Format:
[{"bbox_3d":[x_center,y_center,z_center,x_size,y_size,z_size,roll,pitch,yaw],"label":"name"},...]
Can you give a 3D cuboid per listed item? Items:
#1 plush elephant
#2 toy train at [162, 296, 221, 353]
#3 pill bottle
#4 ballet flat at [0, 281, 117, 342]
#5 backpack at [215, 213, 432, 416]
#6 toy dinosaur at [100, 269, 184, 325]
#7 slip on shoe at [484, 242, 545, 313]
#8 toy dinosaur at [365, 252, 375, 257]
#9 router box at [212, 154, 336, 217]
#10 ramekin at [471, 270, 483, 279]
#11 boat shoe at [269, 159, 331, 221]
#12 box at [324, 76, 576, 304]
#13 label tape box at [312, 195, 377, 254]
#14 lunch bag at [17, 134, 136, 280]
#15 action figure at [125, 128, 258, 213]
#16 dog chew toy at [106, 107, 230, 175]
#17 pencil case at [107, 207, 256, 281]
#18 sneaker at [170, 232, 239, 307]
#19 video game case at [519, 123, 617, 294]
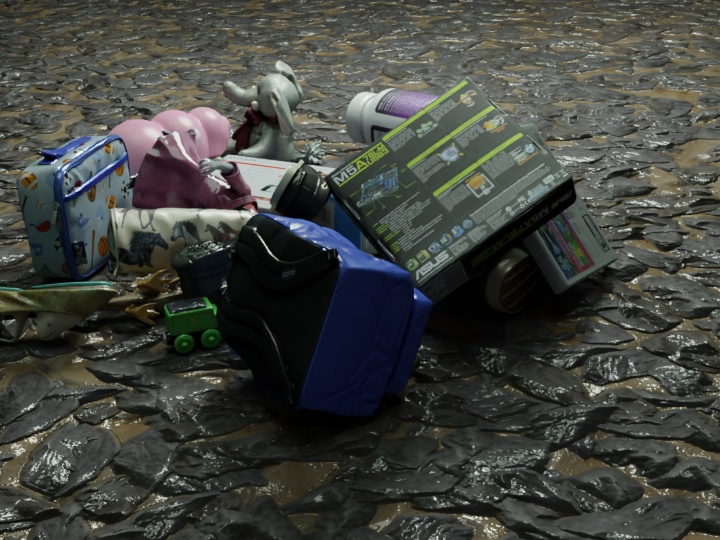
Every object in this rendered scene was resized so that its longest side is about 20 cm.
[{"bbox_3d":[-0.153,-0.239,1.693,0.199,0.156,0.165,-3,24,0],"label":"plush elephant"},{"bbox_3d":[-0.120,0.044,1.185,0.199,0.057,0.042,-11,26,-19],"label":"toy train"},{"bbox_3d":[0.077,-0.225,1.698,0.199,0.112,0.111,18,31,37],"label":"pill bottle"},{"bbox_3d":[-0.365,0.047,1.191,0.199,0.071,0.071,-1,24,5],"label":"ballet flat"},{"bbox_3d":[-0.043,0.043,1.067,0.167,0.163,0.200,16,8,-41],"label":"backpack"},{"bbox_3d":[-0.252,0.037,1.234,0.199,0.061,0.106,-5,-5,-15],"label":"toy dinosaur"},{"bbox_3d":[0.176,-0.008,1.248,0.060,0.076,0.200,18,27,24],"label":"slip on shoe"},{"bbox_3d":[0.000,0.000,1.290,0.199,0.048,0.088,10,20,17],"label":"toy dinosaur"},{"bbox_3d":[-0.150,-0.104,1.526,0.199,0.049,0.179,10,27,26],"label":"router box"},{"bbox_3d":[0.102,-0.095,1.297,0.094,0.204,0.202,10,27,29],"label":"ramekin"},{"bbox_3d":[-0.072,-0.094,1.347,0.063,0.074,0.201,30,3,-5],"label":"boat shoe"},{"bbox_3d":[0.091,-0.087,1.140,0.200,0.048,0.193,-36,52,-5],"label":"box"},{"bbox_3d":[0.051,-0.085,1.448,0.199,0.067,0.143,-10,25,-29],"label":"label tape box"},{"bbox_3d":[-0.353,-0.086,1.365,0.075,0.161,0.200,3,24,13],"label":"lunch bag"},{"bbox_3d":[-0.197,-0.091,1.409,0.199,0.135,0.149,28,17,11],"label":"action figure"},{"bbox_3d":[-0.278,-0.176,1.582,0.199,0.125,0.124,-29,34,-27],"label":"dog chew toy"},{"bbox_3d":[-0.203,-0.029,1.301,0.199,0.090,0.078,0,-14,-16],"label":"pencil case"},{"bbox_3d":[-0.123,-0.002,1.243,0.199,0.091,0.076,-18,18,-31],"label":"sneaker"},{"bbox_3d":[0.213,-0.078,1.263,0.023,0.201,0.182,-35,-8,31],"label":"video game case"}]
